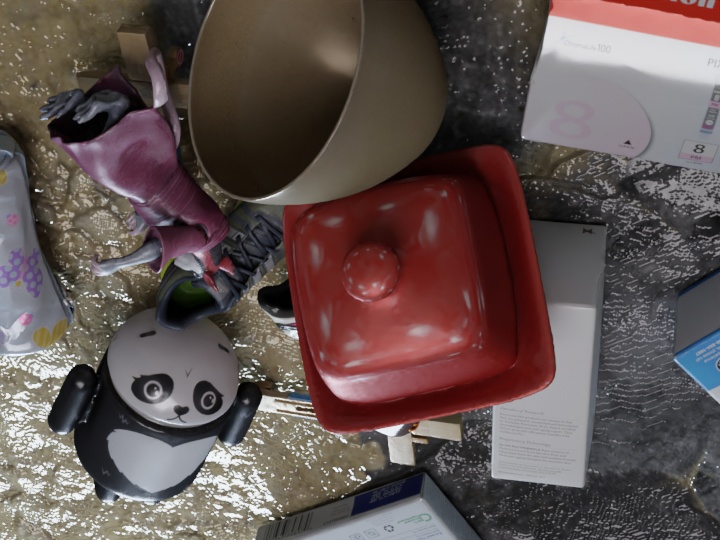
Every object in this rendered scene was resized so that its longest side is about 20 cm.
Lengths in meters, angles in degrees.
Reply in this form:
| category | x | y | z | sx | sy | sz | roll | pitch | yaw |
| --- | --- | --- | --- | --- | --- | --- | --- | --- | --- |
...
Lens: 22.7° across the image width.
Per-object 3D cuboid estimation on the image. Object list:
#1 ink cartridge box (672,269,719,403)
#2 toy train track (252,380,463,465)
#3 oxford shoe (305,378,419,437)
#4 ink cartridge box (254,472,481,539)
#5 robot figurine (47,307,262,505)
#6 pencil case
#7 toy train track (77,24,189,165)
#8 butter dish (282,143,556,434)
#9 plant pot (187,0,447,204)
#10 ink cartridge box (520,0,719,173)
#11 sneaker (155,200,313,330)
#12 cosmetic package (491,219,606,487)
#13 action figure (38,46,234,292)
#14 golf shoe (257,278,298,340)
| category | x | y | z | sx | sy | sz | roll | pitch | yaw |
| --- | --- | --- | --- | --- | --- | --- | --- | --- | --- |
| ink cartridge box | 0.371 | 0.073 | 1.446 | 0.200 | 0.086 | 0.146 | 41 | 126 | -22 |
| toy train track | -0.004 | 0.119 | 1.604 | 0.199 | 0.033 | 0.115 | 7 | 137 | 14 |
| oxford shoe | 0.044 | 0.095 | 1.484 | 0.199 | 0.071 | 0.073 | -7 | 121 | 49 |
| ink cartridge box | 0.030 | 0.295 | 1.730 | 0.199 | 0.041 | 0.200 | -21 | 122 | 26 |
| robot figurine | -0.181 | 0.124 | 1.579 | 0.125 | 0.150 | 0.200 | 41 | 131 | 15 |
| pencil case | -0.307 | -0.022 | 1.515 | 0.090 | 0.083 | 0.201 | -1 | 128 | 15 |
| toy train track | -0.157 | -0.119 | 1.433 | 0.114 | 0.033 | 0.201 | 8 | 136 | 16 |
| butter dish | 0.026 | 0.008 | 1.332 | 0.198 | 0.201 | 0.148 | -13 | 169 | 16 |
| plant pot | -0.014 | -0.136 | 1.310 | 0.134 | 0.201 | 0.200 | 13 | 138 | -39 |
| ink cartridge box | 0.206 | -0.151 | 1.283 | 0.161 | 0.057 | 0.200 | 11 | 155 | 4 |
| sneaker | -0.097 | -0.011 | 1.481 | 0.074 | 0.081 | 0.200 | 38 | 126 | -19 |
| cosmetic package | 0.155 | 0.069 | 1.476 | 0.084 | 0.108 | 0.201 | 5 | 128 | 11 |
| action figure | -0.154 | -0.070 | 1.393 | 0.149 | 0.134 | 0.200 | -35 | 117 | 14 |
| golf shoe | 0.000 | 0.000 | 1.463 | 0.092 | 0.073 | 0.200 | 27 | 131 | -32 |
